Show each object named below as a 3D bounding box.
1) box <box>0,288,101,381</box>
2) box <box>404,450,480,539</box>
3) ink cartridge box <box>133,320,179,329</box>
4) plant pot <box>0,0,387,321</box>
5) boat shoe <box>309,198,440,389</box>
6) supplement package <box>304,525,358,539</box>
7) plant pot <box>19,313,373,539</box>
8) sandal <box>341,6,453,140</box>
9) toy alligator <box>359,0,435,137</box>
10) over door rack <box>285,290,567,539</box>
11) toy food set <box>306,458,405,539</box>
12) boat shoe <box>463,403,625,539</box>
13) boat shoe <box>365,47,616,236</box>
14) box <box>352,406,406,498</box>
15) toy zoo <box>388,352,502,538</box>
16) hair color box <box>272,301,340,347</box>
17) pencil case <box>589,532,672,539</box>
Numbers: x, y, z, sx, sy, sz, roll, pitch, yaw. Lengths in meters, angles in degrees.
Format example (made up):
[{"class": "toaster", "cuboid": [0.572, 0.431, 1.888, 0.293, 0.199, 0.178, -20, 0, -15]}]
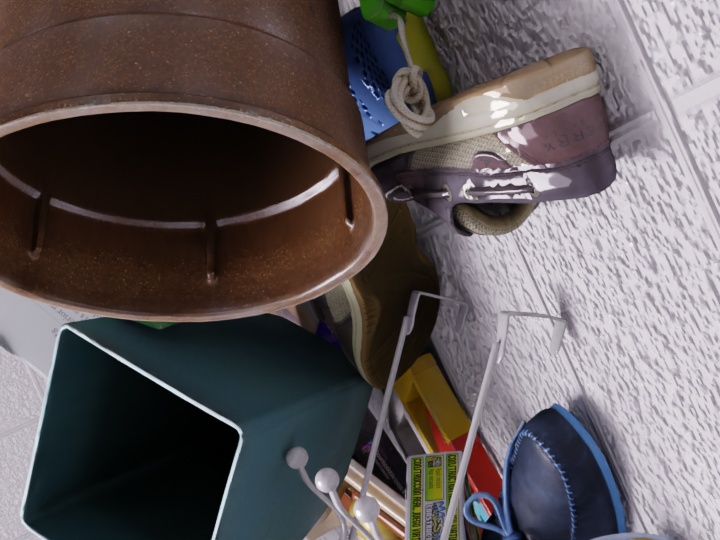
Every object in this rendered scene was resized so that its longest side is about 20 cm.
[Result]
[{"class": "box", "cuboid": [-0.209, -0.025, 0.997, 0.199, 0.131, 0.200, 42, -171, -14]}, {"class": "box", "cuboid": [0.060, 0.218, 0.829, 0.110, 0.034, 0.201, -86, -14, -51]}, {"class": "ink cartridge box", "cuboid": [-0.100, -0.085, 0.844, 0.083, 0.146, 0.201, 16, 118, 44]}, {"class": "plant pot", "cuboid": [-0.089, -0.107, 0.645, 0.201, 0.199, 0.199, 100, 169, -64]}, {"class": "boat shoe", "cuboid": [0.000, 0.000, 0.830, 0.065, 0.073, 0.200, 35, 156, 28]}, {"class": "supplement package", "cuboid": [0.003, 0.262, 1.182, 0.200, 0.110, 0.156, 52, 159, 43]}, {"class": "plant pot", "cuboid": [-0.086, 0.103, 0.881, 0.141, 0.200, 0.142, 27, 113, 25]}, {"class": "sandal", "cuboid": [-0.012, -0.093, 0.752, 0.080, 0.087, 0.200, 68, 163, -1]}, {"class": "toy alligator", "cuboid": [0.015, -0.152, 0.602, 0.054, 0.059, 0.201, -36, 56, 31]}, {"class": "over door rack", "cuboid": [0.016, 0.099, 0.748, 0.066, 0.201, 0.148, 27, 175, -18]}, {"class": "toy food set", "cuboid": [0.015, 0.213, 1.010, 0.200, 0.060, 0.144, 34, 157, 35]}, {"class": "boat shoe", "cuboid": [0.103, 0.158, 0.768, 0.084, 0.068, 0.201, 50, 159, 44]}, {"class": "boat shoe", "cuboid": [0.054, -0.047, 0.629, 0.200, 0.072, 0.065, -18, 91, 69]}, {"class": "box", "cuboid": [-0.048, 0.114, 1.079, 0.199, 0.036, 0.143, 17, 148, 48]}, {"class": "toy zoo", "cuboid": [0.066, 0.141, 0.960, 0.201, 0.020, 0.131, 60, 164, 19]}, {"class": "hair color box", "cuboid": [-0.038, 0.006, 1.027, 0.110, 0.065, 0.200, 61, 165, 15]}, {"class": "pencil case", "cuboid": [0.148, 0.231, 0.698, 0.090, 0.083, 0.201, 11, 126, 44]}]
